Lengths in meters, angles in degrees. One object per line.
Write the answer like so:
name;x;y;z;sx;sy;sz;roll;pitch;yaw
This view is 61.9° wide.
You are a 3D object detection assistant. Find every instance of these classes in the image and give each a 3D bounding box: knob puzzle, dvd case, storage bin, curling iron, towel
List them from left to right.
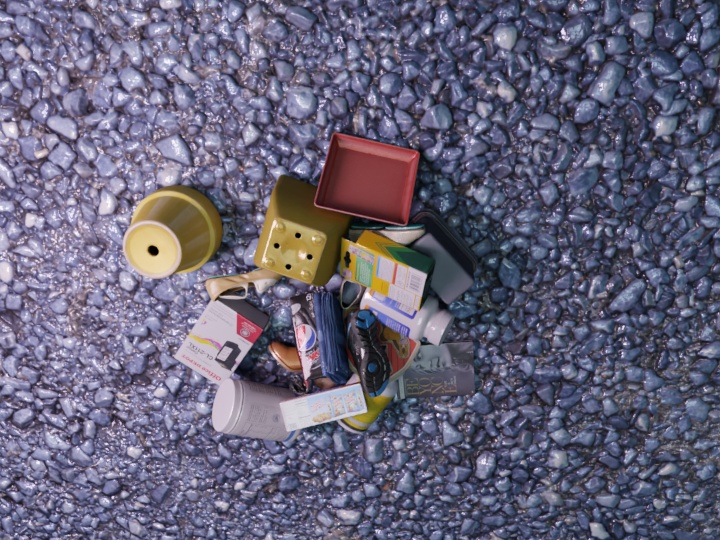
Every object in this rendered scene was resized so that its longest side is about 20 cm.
curling iron;-0.152;0.201;1.440;0.049;0.026;0.201;-5;87;1
towel;-0.062;0.153;1.379;0.048;0.112;0.201;-14;66;11
knob puzzle;0.043;0.174;1.418;0.219;0.030;0.220;-2;70;5
storage bin;0.164;-0.018;1.350;0.145;0.134;0.200;-41;101;16
dvd case;0.185;0.251;1.507;0.199;0.016;0.149;-4;110;6

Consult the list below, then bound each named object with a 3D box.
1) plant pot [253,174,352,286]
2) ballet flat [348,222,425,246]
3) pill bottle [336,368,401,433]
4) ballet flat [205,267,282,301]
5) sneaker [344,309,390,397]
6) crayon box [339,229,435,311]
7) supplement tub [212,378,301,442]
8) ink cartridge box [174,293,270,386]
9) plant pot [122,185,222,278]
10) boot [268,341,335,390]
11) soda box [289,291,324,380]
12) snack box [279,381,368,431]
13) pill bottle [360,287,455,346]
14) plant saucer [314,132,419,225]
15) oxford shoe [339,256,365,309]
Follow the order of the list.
plant pot;-0.130;-0.073;1.316;0.194;0.200;0.196;19;109;-3
ballet flat;0.061;-0.072;1.308;0.200;0.067;0.063;5;107;39
pill bottle;0.022;0.296;1.483;0.112;0.112;0.200;33;109;-8
ballet flat;-0.259;0.032;1.410;0.199;0.069;0.063;-12;74;-10
sneaker;0.013;0.188;1.374;0.073;0.082;0.201;-9;88;-29
crayon box;0.055;-0.006;1.292;0.199;0.052;0.126;24;142;15
supplement tub;-0.246;0.344;1.474;0.200;0.132;0.132;19;112;-30
ink cartridge box;-0.339;0.165;1.476;0.146;0.083;0.200;34;108;-8
plant pot;-0.431;-0.073;1.342;0.200;0.189;0.202;1;111;4
boot;-0.112;0.188;1.483;0.200;0.074;0.155;31;101;-5
soda box;-0.111;0.156;1.419;0.063;0.071;0.201;-14;78;11
snack box;-0.086;0.322;1.421;0.199;0.024;0.072;-15;91;3
pill bottle;0.110;0.091;1.374;0.200;0.112;0.112;27;110;16
plant saucer;0.016;-0.192;1.295;0.199;0.200;0.037;13;153;-1
oxford shoe;0.000;0.000;1.398;0.071;0.074;0.201;16;109;1
